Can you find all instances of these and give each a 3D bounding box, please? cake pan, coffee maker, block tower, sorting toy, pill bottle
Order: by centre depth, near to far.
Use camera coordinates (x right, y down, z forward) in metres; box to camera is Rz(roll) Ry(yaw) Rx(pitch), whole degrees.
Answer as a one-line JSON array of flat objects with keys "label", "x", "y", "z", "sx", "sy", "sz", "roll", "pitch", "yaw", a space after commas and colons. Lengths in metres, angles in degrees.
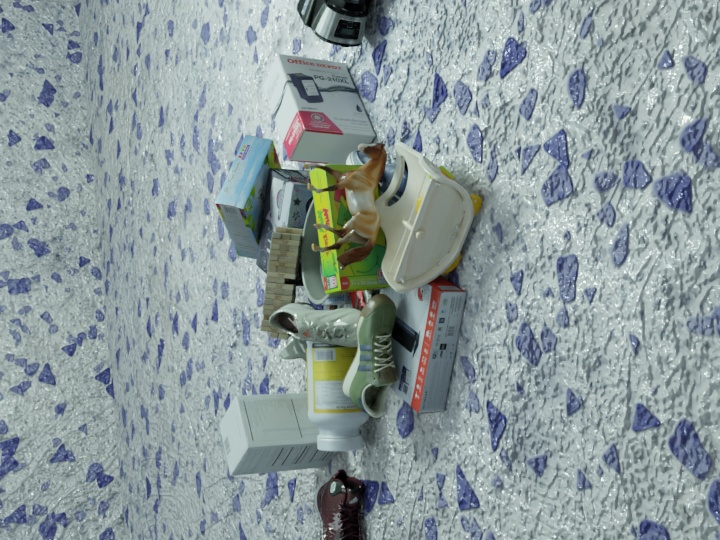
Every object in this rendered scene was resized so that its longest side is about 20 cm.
[{"label": "sorting toy", "x": 0.082, "y": -0.101, "z": 1.470, "sx": 0.180, "sy": 0.106, "sz": 0.201, "roll": 52, "pitch": 134, "yaw": 41}, {"label": "cake pan", "x": -0.054, "y": -0.041, "z": 1.675, "sx": 0.200, "sy": 0.036, "sz": 0.202, "roll": -175, "pitch": 90, "yaw": -68}, {"label": "coffee maker", "x": -0.022, "y": -0.523, "z": 1.699, "sx": 0.193, "sy": 0.134, "sz": 0.201, "roll": -86, "pitch": 17, "yaw": -50}, {"label": "pill bottle", "x": -0.039, "y": 0.214, "z": 1.711, "sx": 0.112, "sy": 0.111, "sz": 0.202, "roll": -8, "pitch": 83, "yaw": 62}, {"label": "block tower", "x": -0.144, "y": 0.022, "z": 1.768, "sx": 0.058, "sy": 0.054, "sz": 0.201, "roll": -49, "pitch": -34, "yaw": -85}]

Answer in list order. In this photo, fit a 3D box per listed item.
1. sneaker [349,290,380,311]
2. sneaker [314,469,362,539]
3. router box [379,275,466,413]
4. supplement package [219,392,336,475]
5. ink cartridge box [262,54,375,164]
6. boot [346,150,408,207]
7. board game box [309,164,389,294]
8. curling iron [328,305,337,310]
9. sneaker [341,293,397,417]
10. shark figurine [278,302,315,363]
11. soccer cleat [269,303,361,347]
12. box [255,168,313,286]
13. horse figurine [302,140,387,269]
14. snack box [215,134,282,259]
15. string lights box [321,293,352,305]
[{"label": "sneaker", "x": 0.000, "y": 0.000, "z": 1.654, "sx": 0.085, "sy": 0.077, "sz": 0.201, "roll": -11, "pitch": 79, "yaw": 40}, {"label": "sneaker", "x": -0.026, "y": 0.447, "z": 1.727, "sx": 0.116, "sy": 0.075, "sz": 0.201, "roll": -60, "pitch": 39, "yaw": 39}, {"label": "router box", "x": 0.086, "y": 0.099, "z": 1.540, "sx": 0.179, "sy": 0.049, "sz": 0.201, "roll": 35, "pitch": 120, "yaw": 58}, {"label": "supplement package", "x": -0.148, "y": 0.307, "z": 1.823, "sx": 0.110, "sy": 0.199, "sz": 0.114, "roll": -57, "pitch": 41, "yaw": 44}, {"label": "ink cartridge box", "x": -0.078, "y": -0.292, "z": 1.754, "sx": 0.085, "sy": 0.144, "sz": 0.201, "roll": -58, "pitch": 41, "yaw": 42}, {"label": "boot", "x": 0.049, "y": -0.162, "z": 1.606, "sx": 0.200, "sy": 0.072, "sz": 0.091, "roll": 54, "pitch": 129, "yaw": 37}, {"label": "board game box", "x": -0.016, "y": -0.067, "z": 1.554, "sx": 0.048, "sy": 0.101, "sz": 0.201, "roll": -14, "pitch": 81, "yaw": 55}, {"label": "curling iron", "x": -0.054, "y": 0.026, "z": 1.832, "sx": 0.049, "sy": 0.025, "sz": 0.201, "roll": 17, "pitch": 105, "yaw": 58}, {"label": "sneaker", "x": 0.032, "y": 0.143, "z": 1.530, "sx": 0.090, "sy": 0.067, "sz": 0.201, "roll": 46, "pitch": 130, "yaw": 44}, {"label": "shark figurine", "x": -0.120, "y": 0.127, "z": 1.836, "sx": 0.089, "sy": 0.128, "sz": 0.215, "roll": -35, "pitch": 53, "yaw": 7}, {"label": "soccer cleat", "x": -0.064, "y": 0.096, "z": 1.631, "sx": 0.199, "sy": 0.077, "sz": 0.070, "roll": 7, "pitch": 107, "yaw": 35}, {"label": "box", "x": -0.120, "y": -0.083, "z": 1.866, "sx": 0.132, "sy": 0.114, "sz": 0.201, "roll": 36, "pitch": 122, "yaw": 57}, {"label": "horse figurine", "x": -0.015, "y": -0.098, "z": 1.496, "sx": 0.050, "sy": 0.132, "sz": 0.201, "roll": 145, "pitch": 119, "yaw": -71}, {"label": "snack box", "x": -0.211, "y": -0.141, "z": 1.928, "sx": 0.200, "sy": 0.067, "sz": 0.169, "roll": 76, "pitch": -150, "yaw": -59}, {"label": "string lights box", "x": -0.026, "y": -0.039, "z": 1.745, "sx": 0.103, "sy": 0.059, "sz": 0.202, "roll": -7, "pitch": 83, "yaw": 62}]
